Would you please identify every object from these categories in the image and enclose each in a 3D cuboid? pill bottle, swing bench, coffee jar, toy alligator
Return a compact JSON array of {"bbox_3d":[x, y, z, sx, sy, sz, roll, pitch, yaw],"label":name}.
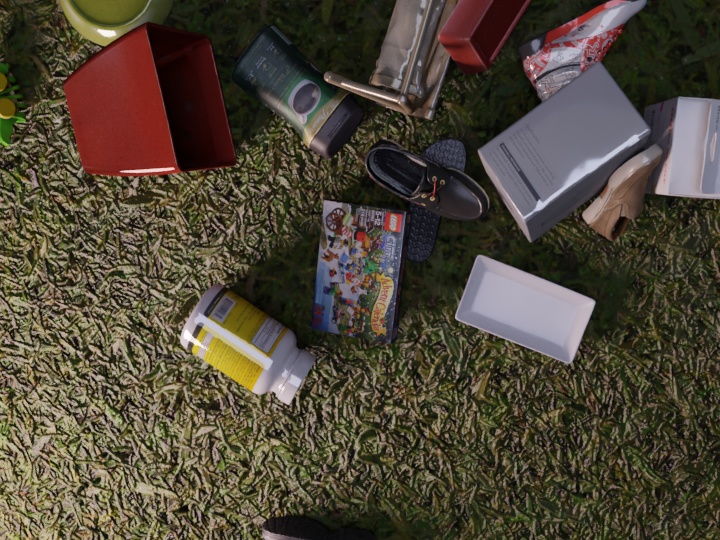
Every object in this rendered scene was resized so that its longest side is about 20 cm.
[{"bbox_3d":[-0.172,0.119,1.307,0.198,0.112,0.114,33,99,1],"label":"pill bottle"},{"bbox_3d":[0.070,-0.330,1.178,0.128,0.199,0.203,21,100,23],"label":"swing bench"},{"bbox_3d":[-0.091,-0.265,1.265,0.199,0.085,0.105,41,96,0],"label":"coffee jar"},{"bbox_3d":[-0.568,-0.300,1.323,0.053,0.059,0.205,-19,95,-35],"label":"toy alligator"}]

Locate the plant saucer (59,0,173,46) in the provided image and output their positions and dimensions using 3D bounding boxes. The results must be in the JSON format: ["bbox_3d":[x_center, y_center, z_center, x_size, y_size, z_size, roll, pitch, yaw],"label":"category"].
[{"bbox_3d":[-0.383,-0.451,1.296,0.195,0.031,0.206,1,98,5],"label":"plant saucer"}]

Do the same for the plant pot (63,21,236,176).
[{"bbox_3d":[-0.319,-0.232,1.244,0.172,0.200,0.205,-11,96,17],"label":"plant pot"}]

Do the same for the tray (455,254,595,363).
[{"bbox_3d":[0.255,0.059,1.307,0.196,0.022,0.110,21,98,2],"label":"tray"}]

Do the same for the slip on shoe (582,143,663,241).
[{"bbox_3d":[0.380,-0.106,1.190,0.075,0.201,0.061,-29,74,-23],"label":"slip on shoe"}]

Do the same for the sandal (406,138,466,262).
[{"bbox_3d":[0.108,-0.112,1.293,0.074,0.045,0.204,21,113,8],"label":"sandal"}]

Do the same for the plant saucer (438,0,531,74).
[{"bbox_3d":[0.194,-0.375,1.167,0.036,0.199,0.202,35,99,16],"label":"plant saucer"}]

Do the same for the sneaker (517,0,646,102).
[{"bbox_3d":[0.339,-0.320,1.230,0.198,0.067,0.110,-24,95,11],"label":"sneaker"}]

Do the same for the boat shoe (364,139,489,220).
[{"bbox_3d":[0.096,-0.126,1.235,0.198,0.063,0.075,29,113,3],"label":"boat shoe"}]

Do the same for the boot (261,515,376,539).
[{"bbox_3d":[-0.074,0.485,1.369,0.195,0.070,0.135,11,103,8],"label":"boot"}]

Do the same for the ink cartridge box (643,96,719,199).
[{"bbox_3d":[0.474,-0.166,1.168,0.122,0.200,0.132,4,98,4],"label":"ink cartridge box"}]

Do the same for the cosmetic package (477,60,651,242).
[{"bbox_3d":[0.283,-0.158,1.177,0.198,0.199,0.124,-34,78,8],"label":"cosmetic package"}]

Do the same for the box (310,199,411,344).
[{"bbox_3d":[0.000,0.000,1.300,0.133,0.038,0.205,9,98,18],"label":"box"}]
